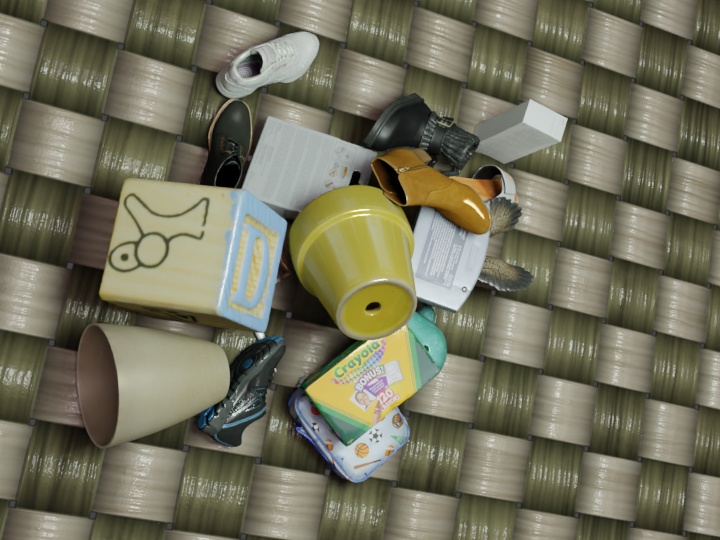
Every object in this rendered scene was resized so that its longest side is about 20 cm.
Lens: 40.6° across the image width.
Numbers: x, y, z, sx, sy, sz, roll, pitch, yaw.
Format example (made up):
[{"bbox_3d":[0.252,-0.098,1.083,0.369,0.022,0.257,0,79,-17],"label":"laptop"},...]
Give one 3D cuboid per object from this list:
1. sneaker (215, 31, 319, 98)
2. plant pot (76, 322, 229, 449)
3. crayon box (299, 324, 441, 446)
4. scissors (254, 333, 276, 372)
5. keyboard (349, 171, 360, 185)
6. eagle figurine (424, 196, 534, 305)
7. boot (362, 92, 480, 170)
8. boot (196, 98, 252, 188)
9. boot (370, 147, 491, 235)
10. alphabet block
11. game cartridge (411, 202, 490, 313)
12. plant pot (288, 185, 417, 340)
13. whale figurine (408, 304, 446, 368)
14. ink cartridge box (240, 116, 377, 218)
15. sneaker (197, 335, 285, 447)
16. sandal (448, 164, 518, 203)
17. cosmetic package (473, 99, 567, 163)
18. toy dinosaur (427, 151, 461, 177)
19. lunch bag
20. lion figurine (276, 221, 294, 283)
[{"bbox_3d":[-0.147,-0.354,1.656,0.200,0.100,0.075,-33,94,-23],"label":"sneaker"},{"bbox_3d":[-0.311,0.166,1.505,0.200,0.187,0.188,-4,85,-34],"label":"plant pot"},{"bbox_3d":[0.016,0.177,1.591,0.200,0.058,0.119,-38,97,-10],"label":"crayon box"},{"bbox_3d":[-0.178,0.073,1.641,0.073,0.014,0.200,-40,98,-21],"label":"scissors"},{"bbox_3d":[-0.036,-0.135,1.678,0.104,0.040,0.200,19,60,-19],"label":"keyboard"},{"bbox_3d":[0.196,-0.037,1.730,0.151,0.200,0.152,-78,154,-50],"label":"eagle figurine"},{"bbox_3d":[0.112,-0.227,1.694,0.158,0.079,0.211,40,40,8],"label":"boot"},{"bbox_3d":[-0.208,-0.198,1.594,0.077,0.138,0.200,15,78,-19],"label":"boot"},{"bbox_3d":[0.111,-0.118,1.574,0.201,0.071,0.144,46,34,10],"label":"boot"},{"bbox_3d":[-0.250,-0.020,1.487,0.200,0.196,0.196,8,78,17],"label":"alphabet block"},{"bbox_3d":[0.146,-0.035,1.652,0.133,0.041,0.200,19,77,-2],"label":"game cartridge"},{"bbox_3d":[0.000,0.000,1.530,0.200,0.201,0.189,3,40,-21],"label":"plant pot"},{"bbox_3d":[0.072,0.106,1.686,0.159,0.104,0.200,-32,98,-21],"label":"whale figurine"},{"bbox_3d":[-0.089,-0.158,1.647,0.200,0.050,0.162,19,67,-5],"label":"ink cartridge box"},{"bbox_3d":[-0.183,0.197,1.605,0.082,0.073,0.200,44,77,-27],"label":"sneaker"},{"bbox_3d":[0.233,-0.155,1.753,0.207,0.059,0.079,-2,46,-49],"label":"sandal"},{"bbox_3d":[0.281,-0.249,1.756,0.082,0.200,0.051,21,78,-18],"label":"cosmetic package"},{"bbox_3d":[0.142,-0.171,1.780,0.200,0.047,0.088,22,80,-22],"label":"toy dinosaur"},{"bbox_3d":[-0.025,0.250,1.650,0.160,0.076,0.200,-39,97,-15],"label":"lunch bag"},{"bbox_3d":[-0.119,-0.053,1.658,0.200,0.072,0.123,-20,84,-36],"label":"lion figurine"}]
